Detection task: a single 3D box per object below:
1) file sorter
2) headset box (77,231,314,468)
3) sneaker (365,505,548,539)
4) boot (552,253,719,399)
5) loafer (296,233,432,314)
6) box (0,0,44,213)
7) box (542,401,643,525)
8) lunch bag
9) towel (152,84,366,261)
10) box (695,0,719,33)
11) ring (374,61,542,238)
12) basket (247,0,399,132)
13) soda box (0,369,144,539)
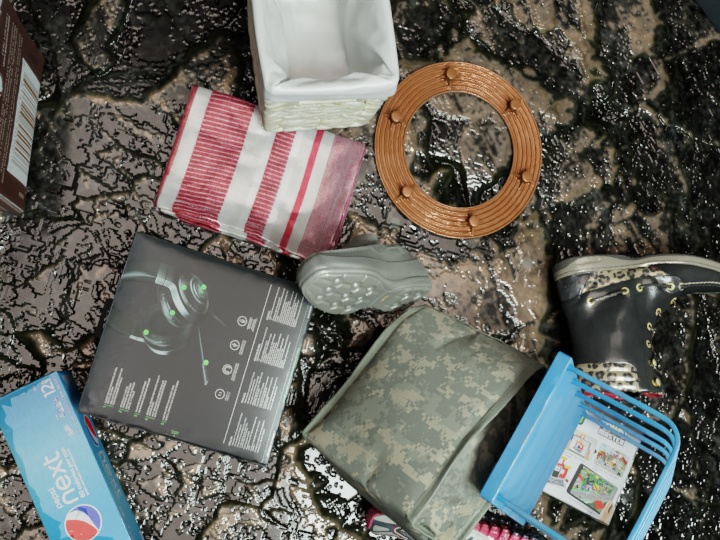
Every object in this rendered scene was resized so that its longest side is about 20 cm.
[{"bbox_3d":[0.210,0.188,0.719,0.122,0.200,0.140,27,79,28],"label":"file sorter"},{"bbox_3d":[-0.161,0.075,0.769,0.197,0.093,0.177,17,82,-8],"label":"headset box"},{"bbox_3d":[0.099,0.284,0.804,0.197,0.081,0.076,19,88,-6],"label":"sneaker"},{"bbox_3d":[0.311,0.061,0.856,0.196,0.073,0.153,2,73,-6],"label":"boot"},{"bbox_3d":[0.000,0.000,0.776,0.070,0.199,0.070,-38,68,23],"label":"loafer"},{"bbox_3d":[-0.413,-0.156,0.710,0.196,0.164,0.169,5,83,-10],"label":"box"},{"bbox_3d":[0.200,0.181,0.855,0.198,0.035,0.111,28,80,-6],"label":"box"},{"bbox_3d":[0.071,0.140,0.758,0.201,0.163,0.118,-49,135,-15],"label":"lunch bag"},{"bbox_3d":[-0.104,-0.100,0.834,0.197,0.023,0.146,18,81,-8],"label":"towel"},{"bbox_3d":[0.474,-0.366,0.940,0.141,0.079,0.201,-39,92,-9],"label":"box"},{"bbox_3d":[0.113,-0.137,0.879,0.197,0.019,0.204,1,85,-10],"label":"ring"},{"bbox_3d":[-0.047,-0.252,0.801,0.133,0.123,0.204,-5,80,-11],"label":"basket"},{"bbox_3d":[-0.275,0.201,0.751,0.067,0.064,0.203,-24,89,-11],"label":"soda box"}]
